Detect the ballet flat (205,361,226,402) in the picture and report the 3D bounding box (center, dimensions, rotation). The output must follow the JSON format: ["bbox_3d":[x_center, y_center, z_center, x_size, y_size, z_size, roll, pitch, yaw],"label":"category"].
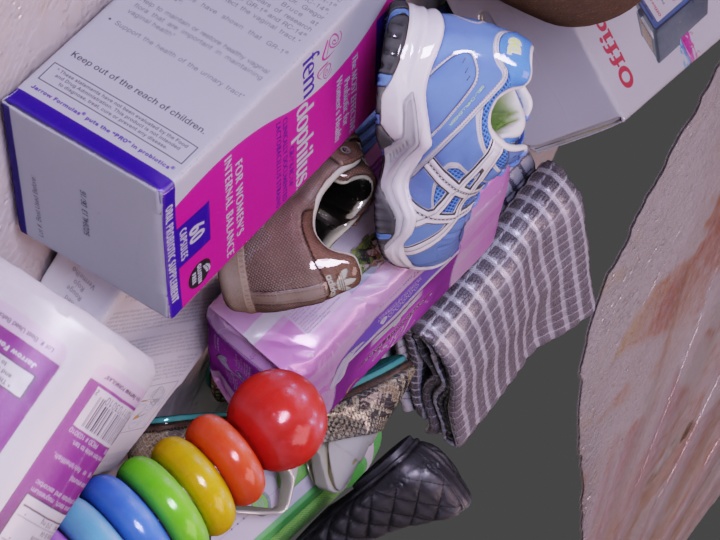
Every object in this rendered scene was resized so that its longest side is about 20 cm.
[{"bbox_3d":[-0.013,0.019,1.626,0.200,0.065,0.071,-48,158,-26],"label":"ballet flat"}]

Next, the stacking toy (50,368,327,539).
[{"bbox_3d":[-0.101,0.120,1.359,0.200,0.085,0.086,-39,153,-19],"label":"stacking toy"}]

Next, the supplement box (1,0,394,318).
[{"bbox_3d":[-0.073,-0.090,1.299,0.200,0.103,0.101,-48,156,-30],"label":"supplement box"}]

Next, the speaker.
[{"bbox_3d":[-0.073,0.141,1.631,0.200,0.088,0.089,-39,152,-41],"label":"speaker"}]

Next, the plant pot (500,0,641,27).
[{"bbox_3d":[0.086,-0.215,1.309,0.187,0.186,0.200,-55,144,-10],"label":"plant pot"}]

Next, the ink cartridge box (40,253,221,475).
[{"bbox_3d":[-0.134,0.032,1.430,0.200,0.050,0.162,-51,163,19],"label":"ink cartridge box"}]

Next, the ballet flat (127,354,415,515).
[{"bbox_3d":[-0.049,0.107,1.576,0.199,0.076,0.068,-13,179,-31],"label":"ballet flat"}]

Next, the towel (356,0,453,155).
[{"bbox_3d":[0.032,-0.090,1.608,0.200,0.048,0.112,-45,156,-33],"label":"towel"}]

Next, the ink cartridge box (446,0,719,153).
[{"bbox_3d":[0.151,-0.184,1.597,0.087,0.146,0.200,-18,-165,48],"label":"ink cartridge box"}]

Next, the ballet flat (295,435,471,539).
[{"bbox_3d":[-0.002,0.168,1.602,0.066,0.057,0.200,-41,176,-42],"label":"ballet flat"}]

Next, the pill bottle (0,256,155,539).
[{"bbox_3d":[-0.196,0.099,1.262,0.201,0.112,0.112,-56,159,-5],"label":"pill bottle"}]

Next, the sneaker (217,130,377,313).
[{"bbox_3d":[-0.025,-0.053,1.383,0.071,0.075,0.201,78,15,-47],"label":"sneaker"}]

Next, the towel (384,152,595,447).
[{"bbox_3d":[0.089,0.022,1.835,0.166,0.085,0.200,-52,158,-16],"label":"towel"}]

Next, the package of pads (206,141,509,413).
[{"bbox_3d":[0.000,0.000,1.488,0.200,0.076,0.121,-45,164,-20],"label":"package of pads"}]

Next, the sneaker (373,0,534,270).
[{"bbox_3d":[0.048,-0.060,1.343,0.200,0.076,0.076,88,9,-61],"label":"sneaker"}]
